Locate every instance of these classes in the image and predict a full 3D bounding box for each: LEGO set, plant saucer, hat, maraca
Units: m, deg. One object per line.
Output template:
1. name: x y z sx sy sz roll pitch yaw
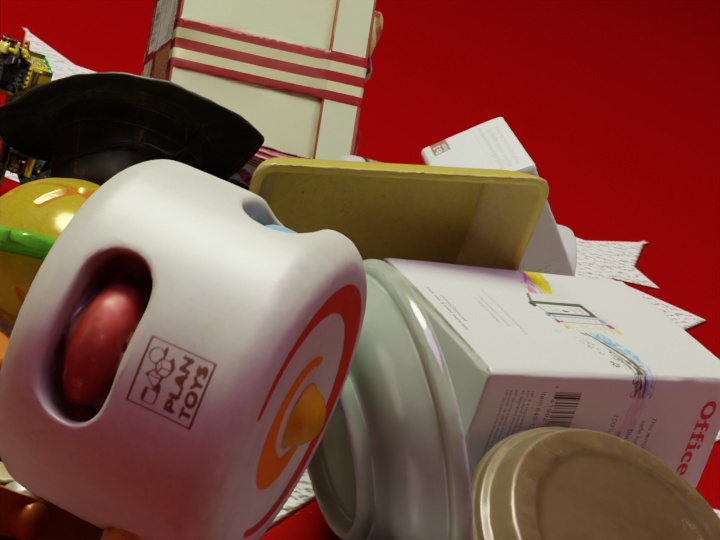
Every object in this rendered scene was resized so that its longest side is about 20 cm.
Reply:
1. LEGO set: -0.333 -0.128 1.305 0.199 0.154 0.116 28 6 11
2. plant saucer: 0.000 0.000 1.178 0.199 0.200 0.049 2 41 -21
3. hat: -0.162 -0.066 1.263 0.200 0.081 0.201 0 -18 0
4. maraca: -0.191 -0.008 1.161 0.137 0.107 0.200 11 -4 -7
5. plant saucer: 0.148 0.165 0.996 0.199 0.029 0.201 23 40 -21
6. plant saucer: 0.004 0.096 1.012 0.050 0.201 0.200 -11 31 -18

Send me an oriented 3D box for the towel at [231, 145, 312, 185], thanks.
1. towel: -0.142 -0.090 1.427 0.144 0.023 0.200 15 -8 -25

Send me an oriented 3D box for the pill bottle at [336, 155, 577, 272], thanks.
1. pill bottle: 0.065 -0.016 1.424 0.199 0.113 0.113 13 22 -15

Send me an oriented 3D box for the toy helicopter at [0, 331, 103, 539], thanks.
1. toy helicopter: -0.160 0.109 0.989 0.199 0.079 0.132 14 27 -13

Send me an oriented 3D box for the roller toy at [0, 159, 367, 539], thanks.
1. roller toy: -0.082 0.051 0.896 0.139 0.183 0.200 24 46 14

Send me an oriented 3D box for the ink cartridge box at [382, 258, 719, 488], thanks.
1. ink cartridge box: 0.107 0.093 1.149 0.199 0.148 0.145 5 25 -32

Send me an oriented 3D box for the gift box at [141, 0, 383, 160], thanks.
1. gift box: -0.085 -0.170 1.532 0.186 0.185 0.200 10 0 -15

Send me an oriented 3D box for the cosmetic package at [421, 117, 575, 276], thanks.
1. cosmetic package: 0.117 -0.001 1.321 0.074 0.201 0.102 -22 27 0

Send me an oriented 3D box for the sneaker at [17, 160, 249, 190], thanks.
1. sneaker: -0.171 -0.054 1.408 0.199 0.066 0.078 13 -7 3
